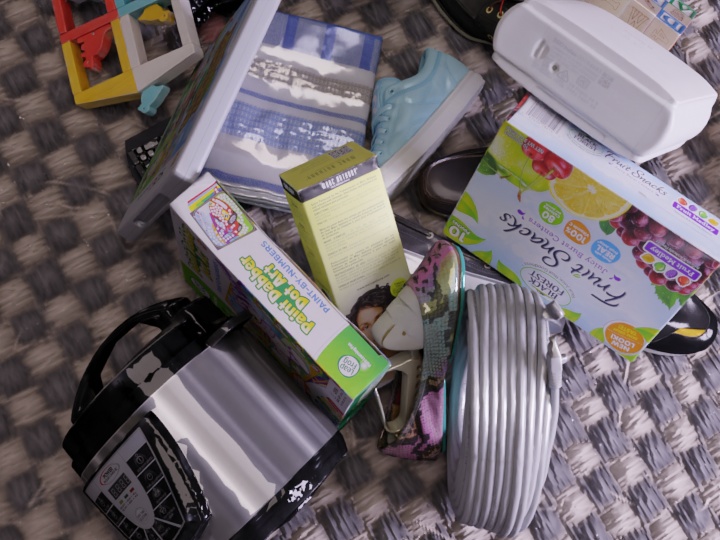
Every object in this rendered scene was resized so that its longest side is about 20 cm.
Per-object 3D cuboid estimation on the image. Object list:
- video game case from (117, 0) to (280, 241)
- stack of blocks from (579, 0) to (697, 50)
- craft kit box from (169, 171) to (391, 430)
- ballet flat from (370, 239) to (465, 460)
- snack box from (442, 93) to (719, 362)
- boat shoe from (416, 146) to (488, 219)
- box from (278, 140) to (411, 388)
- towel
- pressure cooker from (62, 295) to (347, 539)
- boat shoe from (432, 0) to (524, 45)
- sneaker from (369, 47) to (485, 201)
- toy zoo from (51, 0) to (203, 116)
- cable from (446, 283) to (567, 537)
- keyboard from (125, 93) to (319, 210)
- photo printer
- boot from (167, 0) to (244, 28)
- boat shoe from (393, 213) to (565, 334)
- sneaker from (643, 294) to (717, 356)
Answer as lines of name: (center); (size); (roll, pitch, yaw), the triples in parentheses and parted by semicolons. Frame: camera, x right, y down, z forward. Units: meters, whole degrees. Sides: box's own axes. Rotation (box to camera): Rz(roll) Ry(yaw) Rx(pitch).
video game case: (-0.136, -0.134, 0.868); (0.022, 0.182, 0.202); (29, 66, -18)
stack of blocks: (0.229, -0.283, 1.012); (0.199, 0.059, 0.115); (39, 39, 6)
craft kit box: (-0.068, 0.037, 0.828); (0.048, 0.200, 0.198); (-39, 80, -15)
ballet flat: (0.042, 0.073, 0.849); (0.070, 0.069, 0.202); (-3, 117, -15)
snack box: (0.183, -0.032, 0.857); (0.199, 0.143, 0.053); (35, 49, 8)
boat shoe: (0.152, -0.092, 0.962); (0.198, 0.073, 0.075); (-6, 73, -9)
box: (0.000, 0.000, 0.865); (0.075, 0.050, 0.202); (-26, 118, -13)
towel: (-0.064, -0.148, 0.960); (0.145, 0.024, 0.202); (13, 71, -4)
pressure cooker: (-0.132, 0.128, 0.804); (0.176, 0.179, 0.200); (-41, 85, -17)
boat shoe: (0.153, -0.248, 1.019); (0.201, 0.063, 0.074); (41, 75, 8)
sneaker: (0.032, -0.132, 0.962); (0.082, 0.074, 0.200); (37, 60, 5)
toy zoo: (-0.220, -0.238, 0.954); (0.130, 0.020, 0.202); (-18, 79, 16)
cable: (0.109, 0.111, 0.829); (0.068, 0.200, 0.203); (5, 95, 0)
keyboard: (-0.111, -0.113, 0.964); (0.199, 0.021, 0.128); (-30, 78, -14)
photo printer: (0.216, -0.167, 0.881); (0.166, 0.199, 0.070); (40, 116, 17)
boot: (-0.133, -0.342, 1.001); (0.199, 0.077, 0.169); (-36, 76, -9)
boat shoe: (0.095, -0.002, 0.935); (0.198, 0.070, 0.067); (18, 72, 7)
sneaker: (0.241, 0.009, 0.932); (0.199, 0.090, 0.070); (32, 71, 4)
